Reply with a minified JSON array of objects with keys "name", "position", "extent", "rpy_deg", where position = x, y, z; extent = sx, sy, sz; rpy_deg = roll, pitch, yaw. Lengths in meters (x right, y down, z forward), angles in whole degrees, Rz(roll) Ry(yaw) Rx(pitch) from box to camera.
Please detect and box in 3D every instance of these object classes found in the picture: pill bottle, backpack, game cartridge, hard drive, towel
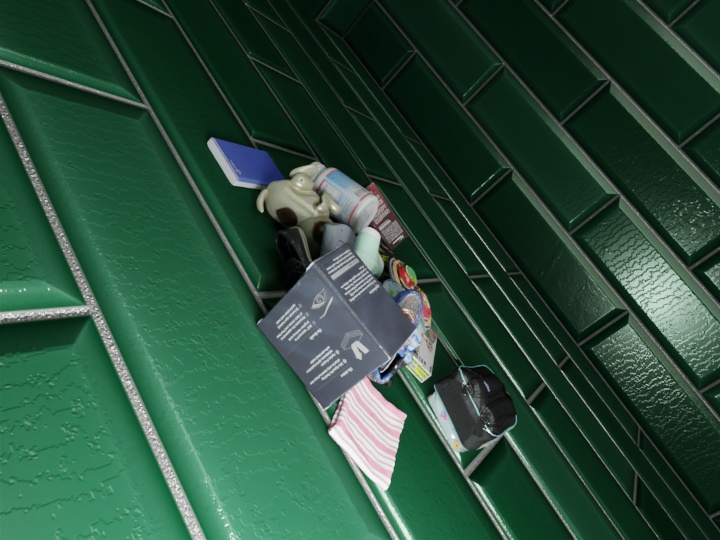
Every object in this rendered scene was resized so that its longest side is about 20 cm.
[{"name":"pill bottle","position":[-0.058,-0.193,1.344],"extent":[0.199,0.110,0.108],"rpy_deg":[38,20,19]},{"name":"backpack","position":[0.264,0.314,1.205],"extent":[0.198,0.153,0.178],"rpy_deg":[-2,55,-49]},{"name":"game cartridge","position":[-0.047,-0.034,1.181],"extent":[0.040,0.136,0.200],"rpy_deg":[10,-6,15]},{"name":"hard drive","position":[-0.272,-0.256,1.289],"extent":[0.133,0.025,0.199],"rpy_deg":[56,24,15]},{"name":"backpack","position":[0.054,0.114,1.152],"extent":[0.183,0.146,0.200],"rpy_deg":[48,20,-9]},{"name":"towel","position":[0.018,0.287,0.972],"extent":[0.146,0.030,0.200],"rpy_deg":[46,24,-6]}]

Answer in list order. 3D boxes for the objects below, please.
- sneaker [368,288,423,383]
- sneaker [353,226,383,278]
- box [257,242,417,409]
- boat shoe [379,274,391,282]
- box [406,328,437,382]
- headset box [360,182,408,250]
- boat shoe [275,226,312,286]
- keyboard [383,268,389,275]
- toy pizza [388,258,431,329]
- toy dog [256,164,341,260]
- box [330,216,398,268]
[{"name":"sneaker","position":[0.073,0.134,1.016],"extent":[0.074,0.203,0.078],"rpy_deg":[20,5,-10]},{"name":"sneaker","position":[0.000,0.000,1.192],"extent":[0.073,0.120,0.201],"rpy_deg":[20,-25,14]},{"name":"box","position":[-0.044,0.098,0.915],"extent":[0.201,0.196,0.117],"rpy_deg":[50,36,4]},{"name":"boat shoe","position":[0.076,0.042,1.391],"extent":[0.072,0.076,0.200],"rpy_deg":[48,21,7]},{"name":"box","position":[0.143,0.186,1.334],"extent":[0.110,0.035,0.200],"rpy_deg":[46,24,-6]},{"name":"headset box","position":[0.030,-0.157,1.479],"extent":[0.201,0.077,0.148],"rpy_deg":[53,-14,-16]},{"name":"boat shoe","position":[-0.131,-0.002,1.089],"extent":[0.061,0.074,0.203],"rpy_deg":[-1,62,-42]},{"name":"keyboard","position":[0.024,-0.020,1.415],"extent":[0.126,0.021,0.199],"rpy_deg":[31,13,33]},{"name":"toy pizza","position":[0.134,0.054,1.326],"extent":[0.201,0.031,0.201],"rpy_deg":[52,20,-26]},{"name":"toy dog","position":[-0.127,-0.127,1.214],"extent":[0.193,0.140,0.202],"rpy_deg":[-12,64,-53]},{"name":"box","position":[-0.013,-0.084,1.389],"extent":[0.200,0.045,0.159],"rpy_deg":[42,17,31]}]
